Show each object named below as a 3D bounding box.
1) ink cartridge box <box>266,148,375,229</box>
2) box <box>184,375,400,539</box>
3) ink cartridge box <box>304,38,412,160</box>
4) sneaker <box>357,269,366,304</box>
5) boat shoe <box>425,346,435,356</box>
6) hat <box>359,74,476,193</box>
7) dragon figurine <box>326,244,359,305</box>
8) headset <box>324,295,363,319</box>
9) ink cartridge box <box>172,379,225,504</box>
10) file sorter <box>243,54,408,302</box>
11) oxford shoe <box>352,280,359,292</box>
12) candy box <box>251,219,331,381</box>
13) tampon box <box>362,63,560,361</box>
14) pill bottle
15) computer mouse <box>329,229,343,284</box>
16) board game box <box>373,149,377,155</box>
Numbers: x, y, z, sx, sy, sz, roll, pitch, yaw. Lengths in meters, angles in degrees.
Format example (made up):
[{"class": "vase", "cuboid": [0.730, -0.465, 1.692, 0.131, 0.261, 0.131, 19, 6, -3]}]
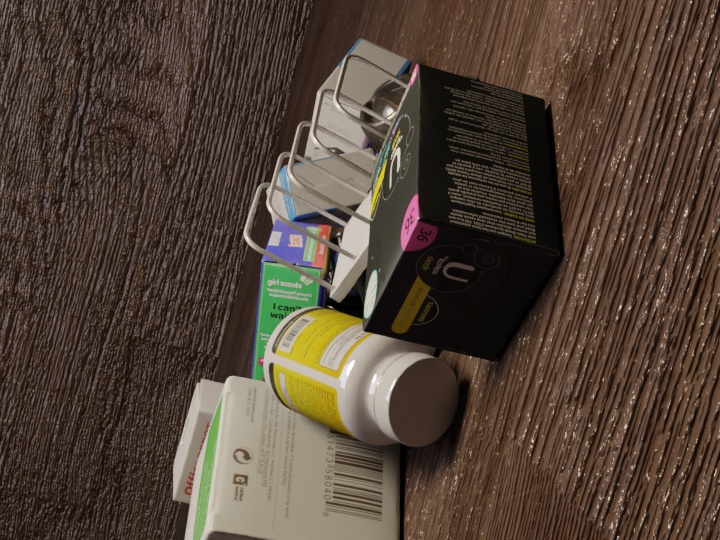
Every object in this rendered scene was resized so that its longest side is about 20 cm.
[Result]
[{"class": "ink cartridge box", "cuboid": [-0.052, -0.093, 1.618, 0.200, 0.115, 0.068, 148, 109, -75]}, {"class": "box", "cuboid": [-0.074, 0.251, 1.345, 0.172, 0.199, 0.199, 112, 166, -45]}, {"class": "ink cartridge box", "cuboid": [-0.011, -0.190, 1.745, 0.200, 0.084, 0.145, 106, -169, -46]}, {"class": "sneaker", "cuboid": [0.045, -0.033, 1.332, 0.200, 0.073, 0.082, -61, -5, 29]}, {"class": "boat shoe", "cuboid": [0.061, 0.039, 1.311, 0.200, 0.073, 0.065, -60, 3, 47]}, {"class": "hat", "cuboid": [0.045, -0.170, 1.449, 0.201, 0.081, 0.201, -48, 17, 19]}, {"class": "dragon figurine", "cuboid": [0.000, 0.000, 1.557, 0.200, 0.099, 0.059, 115, 164, -46]}, {"class": "headset", "cuboid": [0.003, 0.085, 1.452, 0.200, 0.094, 0.124, 50, -136, -66]}, {"class": "ink cartridge box", "cuboid": [-0.133, 0.241, 1.660, 0.083, 0.200, 0.145, -101, 27, -66]}, {"class": "file sorter", "cuboid": [-0.015, -0.100, 1.313, 0.200, 0.124, 0.139, -53, 15, 32]}, {"class": "oxford shoe", "cuboid": [0.045, -0.060, 1.464, 0.070, 0.075, 0.200, 137, 148, -75]}, {"class": "candy box", "cuboid": [-0.080, 0.059, 1.478, 0.169, 0.077, 0.201, -82, -3, -71]}, {"class": "tampon box", "cuboid": [0.084, -0.051, 1.117, 0.150, 0.126, 0.200, 114, 165, -44]}, {"class": "pill bottle", "cuboid": [0.001, 0.106, 1.245, 0.200, 0.112, 0.113, 15, 91, 53]}, {"class": "computer mouse", "cuboid": [-0.043, -0.015, 1.814, 0.200, 0.044, 0.110, -3, -97, -87]}, {"class": "board game box", "cuboid": [0.027, -0.084, 1.675, 0.135, 0.045, 0.200, -96, 23, -62]}]
